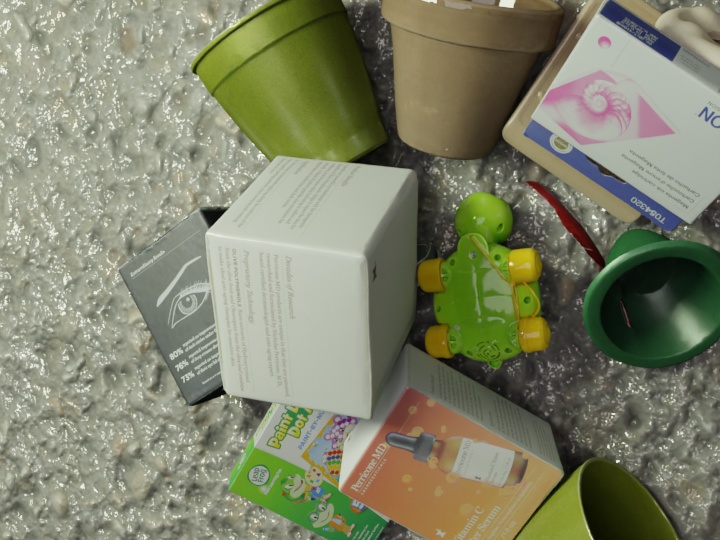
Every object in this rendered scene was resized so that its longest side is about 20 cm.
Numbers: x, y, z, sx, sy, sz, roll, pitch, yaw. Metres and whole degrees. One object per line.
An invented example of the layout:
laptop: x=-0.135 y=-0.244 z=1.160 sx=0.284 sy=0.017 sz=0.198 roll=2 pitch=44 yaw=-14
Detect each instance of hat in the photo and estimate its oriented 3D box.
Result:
hat: x=0.311 y=-0.019 z=1.043 sx=0.164 sy=0.177 sz=0.201 roll=-27 pitch=123 yaw=17

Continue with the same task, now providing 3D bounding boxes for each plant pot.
plant pot: x=0.228 y=0.338 z=1.018 sx=0.200 sy=0.187 sz=0.188 roll=-42 pitch=79 yaw=31
plant pot: x=-0.067 y=-0.202 z=1.090 sx=0.199 sy=0.200 sz=0.194 roll=-28 pitch=95 yaw=18
plant pot: x=0.111 y=-0.225 z=1.033 sx=0.198 sy=0.200 sz=0.177 roll=18 pitch=117 yaw=18

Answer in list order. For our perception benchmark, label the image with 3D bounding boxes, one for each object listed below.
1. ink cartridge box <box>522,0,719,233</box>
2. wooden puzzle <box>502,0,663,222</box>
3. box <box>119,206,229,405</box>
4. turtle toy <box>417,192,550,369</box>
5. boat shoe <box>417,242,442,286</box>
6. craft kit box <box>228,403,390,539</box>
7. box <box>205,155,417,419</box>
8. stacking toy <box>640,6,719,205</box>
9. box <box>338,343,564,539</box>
ink cartridge box: x=0.271 y=-0.134 z=0.907 sx=0.195 sy=0.043 sz=0.201 roll=34 pitch=144 yaw=6
wooden puzzle: x=0.281 y=-0.182 z=1.012 sx=0.184 sy=0.046 sz=0.201 roll=32 pitch=107 yaw=-6
box: x=-0.183 y=0.042 z=1.163 sx=0.147 sy=0.104 sz=0.202 roll=-31 pitch=82 yaw=21
turtle toy: x=0.145 y=0.012 z=1.056 sx=0.144 sy=0.101 sz=0.203 roll=-5 pitch=93 yaw=24
boat shoe: x=0.000 y=0.000 z=1.116 sx=0.198 sy=0.073 sz=0.062 roll=-16 pitch=124 yaw=23
craft kit box: x=-0.028 y=0.220 z=1.117 sx=0.196 sy=0.049 sz=0.201 roll=29 pitch=102 yaw=-8
box: x=-0.041 y=0.011 z=0.985 sx=0.169 sy=0.199 sz=0.202 roll=7 pitch=121 yaw=16
stacking toy: x=0.340 y=-0.151 z=0.942 sx=0.145 sy=0.146 sz=0.202 roll=26 pitch=126 yaw=16
box: x=0.097 y=0.208 z=1.031 sx=0.198 sy=0.107 sz=0.153 roll=29 pitch=109 yaw=-8
